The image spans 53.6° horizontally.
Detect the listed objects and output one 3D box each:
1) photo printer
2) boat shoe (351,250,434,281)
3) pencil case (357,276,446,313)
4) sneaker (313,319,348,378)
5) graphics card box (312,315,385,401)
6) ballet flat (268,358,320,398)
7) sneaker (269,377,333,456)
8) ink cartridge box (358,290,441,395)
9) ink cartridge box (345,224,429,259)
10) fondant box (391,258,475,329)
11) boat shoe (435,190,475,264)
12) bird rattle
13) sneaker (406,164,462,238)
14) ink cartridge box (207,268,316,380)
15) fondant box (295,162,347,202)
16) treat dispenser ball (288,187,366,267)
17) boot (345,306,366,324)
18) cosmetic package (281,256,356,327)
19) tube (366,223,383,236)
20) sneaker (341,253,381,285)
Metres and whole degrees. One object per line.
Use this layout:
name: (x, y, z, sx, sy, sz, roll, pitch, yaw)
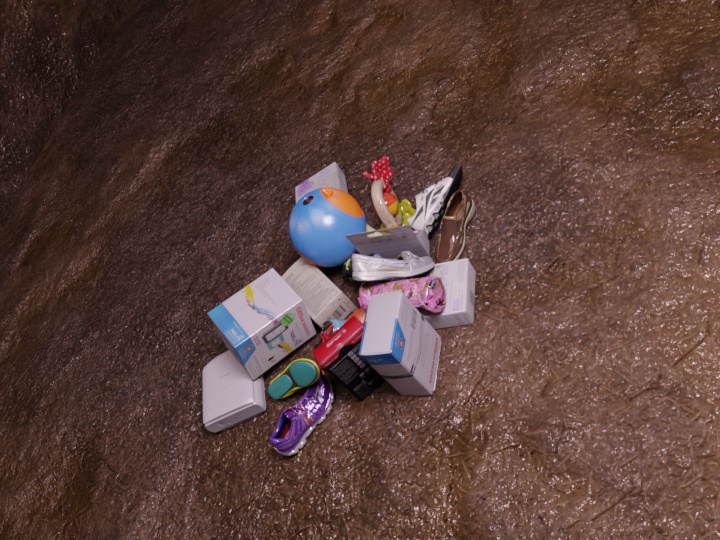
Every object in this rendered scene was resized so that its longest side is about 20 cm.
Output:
photo printer: (-0.322, 0.289, 1.805, 0.165, 0.070, 0.201, -25, 47, 15)
boat shoe: (0.076, -0.016, 1.632, 0.200, 0.066, 0.074, -7, 5, -15)
pencil case: (0.093, 0.058, 1.615, 0.198, 0.086, 0.084, -3, 71, 34)
sneaker: (-0.047, 0.182, 1.629, 0.095, 0.201, 0.080, -7, 58, -22)
graphics card box: (-0.006, 0.197, 1.573, 0.125, 0.200, 0.051, -42, 46, 0)
ballet flat: (-0.146, 0.248, 1.689, 0.067, 0.067, 0.200, -26, -7, -47)
sneaker: (-0.135, 0.330, 1.639, 0.080, 0.084, 0.201, 16, 65, 40)
ink cartridge box: (0.090, 0.161, 1.535, 0.085, 0.200, 0.148, -8, 52, 29)
ink cartridge box: (0.068, -0.076, 1.718, 0.161, 0.200, 0.058, -9, 63, 17)
fondant box: (0.166, 0.062, 1.663, 0.198, 0.058, 0.145, -10, 52, 26)
boat shoe: (0.220, -0.106, 1.742, 0.074, 0.075, 0.204, 0, 58, 33)
bird rattle: (0.073, -0.182, 1.812, 0.112, 0.202, 0.163, -14, 22, 16)
sneaker: (0.184, -0.189, 1.788, 0.088, 0.074, 0.201, 29, 85, 23)
ink cartridge box: (-0.240, 0.130, 1.755, 0.199, 0.147, 0.146, -36, 50, -15)
fondant box: (-0.110, -0.210, 2.007, 0.143, 0.058, 0.201, -31, 28, 12)
treat dispenser ball: (-0.084, -0.109, 1.815, 0.199, 0.201, 0.202, -18, 49, 21)
boot: (-0.007, 0.123, 1.724, 0.106, 0.075, 0.201, 2, 60, 40)
cosmetic package: (-0.112, 0.061, 1.827, 0.103, 0.087, 0.200, -45, 46, -2)
tube: (0.006, -0.096, 1.897, 0.052, 0.058, 0.200, -33, 43, -14)
sneaker: (0.000, 0.000, 1.742, 0.199, 0.082, 0.072, 153, 130, -72)
